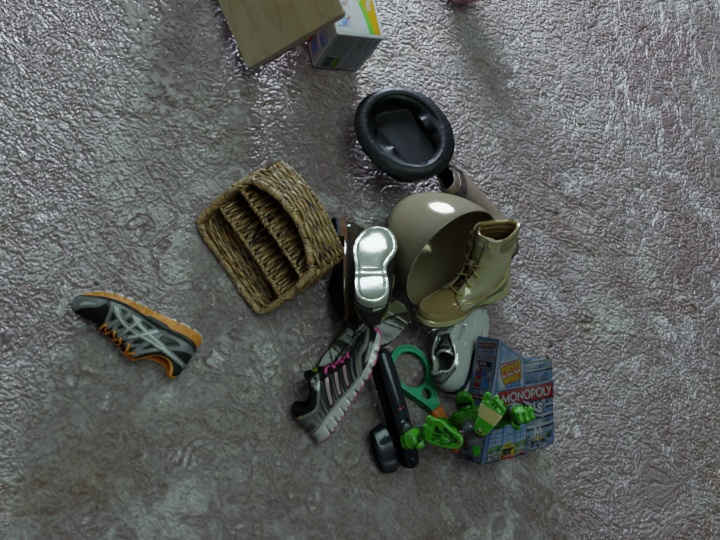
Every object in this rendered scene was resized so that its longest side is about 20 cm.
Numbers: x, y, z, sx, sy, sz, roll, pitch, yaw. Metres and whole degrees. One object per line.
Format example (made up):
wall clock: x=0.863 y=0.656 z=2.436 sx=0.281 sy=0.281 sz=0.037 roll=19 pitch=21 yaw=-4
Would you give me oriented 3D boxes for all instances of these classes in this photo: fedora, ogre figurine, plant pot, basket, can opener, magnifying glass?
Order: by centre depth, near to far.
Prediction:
ogre figurine: x=0.166 y=0.241 z=1.360 sx=0.199 sy=0.120 sz=0.098 roll=-34 pitch=79 yaw=3
basket: x=-0.141 y=-0.055 z=1.393 sx=0.149 sy=0.143 sz=0.201 roll=-31 pitch=85 yaw=-33
can opener: x=0.052 y=0.222 z=1.398 sx=0.078 sy=0.063 sz=0.202 roll=-11 pitch=94 yaw=-36
magnifying glass: x=0.114 y=0.216 z=1.480 sx=0.079 sy=0.022 sz=0.201 roll=-29 pitch=85 yaw=-34
plant pot: x=0.118 y=-0.058 z=1.515 sx=0.199 sy=0.201 sz=0.134 roll=-21 pitch=51 yaw=-32
fedora: x=0.073 y=-0.233 z=1.597 sx=0.199 sy=0.092 sz=0.202 roll=5 pitch=62 yaw=-8

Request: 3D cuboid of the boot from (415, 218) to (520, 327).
boot: x=0.181 y=0.003 z=1.462 sx=0.199 sy=0.156 sz=0.073 roll=-21 pitch=47 yaw=-26

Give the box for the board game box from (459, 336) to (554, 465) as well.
board game box: x=0.258 y=0.208 z=1.482 sx=0.199 sy=0.062 sz=0.202 roll=-5 pitch=95 yaw=-33

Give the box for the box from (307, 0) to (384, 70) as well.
box: x=-0.043 y=-0.495 z=1.645 sx=0.101 sy=0.112 sz=0.202 roll=-2 pitch=70 yaw=-29

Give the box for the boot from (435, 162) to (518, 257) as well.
boot: x=0.201 y=-0.117 z=1.586 sx=0.146 sy=0.070 sz=0.200 roll=38 pitch=14 yaw=-40

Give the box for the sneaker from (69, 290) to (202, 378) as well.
sneaker: x=-0.333 y=0.091 z=1.279 sx=0.199 sy=0.078 sz=0.078 roll=25 pitch=69 yaw=-14

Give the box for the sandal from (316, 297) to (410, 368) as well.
sandal: x=0.000 y=0.121 z=1.449 sx=0.082 sy=0.055 sz=0.200 roll=40 pitch=72 yaw=1

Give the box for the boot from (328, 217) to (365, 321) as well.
boot: x=0.000 y=0.000 z=1.469 sx=0.096 sy=0.075 sz=0.201 roll=9 pitch=55 yaw=-20

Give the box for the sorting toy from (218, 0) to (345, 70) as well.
sorting toy: x=-0.142 y=-0.484 z=1.558 sx=0.201 sy=0.198 sz=0.070 roll=67 pitch=14 yaw=11

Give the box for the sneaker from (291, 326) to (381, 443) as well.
sneaker: x=-0.040 y=0.165 z=1.359 sx=0.087 sy=0.074 sz=0.201 roll=31 pitch=94 yaw=-2

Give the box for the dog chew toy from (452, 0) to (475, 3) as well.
dog chew toy: x=0.205 y=-0.664 z=1.840 sx=0.124 sy=0.125 sz=0.201 roll=-5 pitch=64 yaw=-28

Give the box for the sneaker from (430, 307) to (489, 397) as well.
sneaker: x=0.166 y=0.113 z=1.501 sx=0.080 sy=0.076 sz=0.201 roll=40 pitch=49 yaw=-37

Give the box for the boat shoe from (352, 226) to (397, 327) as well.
boat shoe: x=0.020 y=0.006 z=1.408 sx=0.071 sy=0.061 sz=0.202 roll=4 pitch=39 yaw=4
